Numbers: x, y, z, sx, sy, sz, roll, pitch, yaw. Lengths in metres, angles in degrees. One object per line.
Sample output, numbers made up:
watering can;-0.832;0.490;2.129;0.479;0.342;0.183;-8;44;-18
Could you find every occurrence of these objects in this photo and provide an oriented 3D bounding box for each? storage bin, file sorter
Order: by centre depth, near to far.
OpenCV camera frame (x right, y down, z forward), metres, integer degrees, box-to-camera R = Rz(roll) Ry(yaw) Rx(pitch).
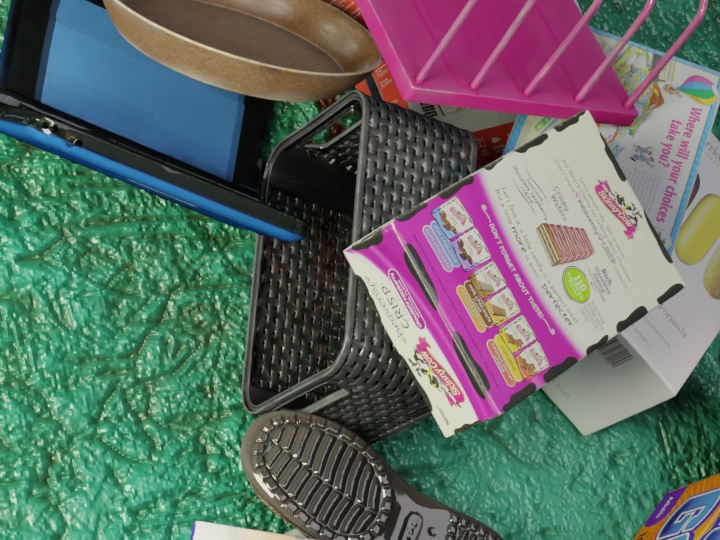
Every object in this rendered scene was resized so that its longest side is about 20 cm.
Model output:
storage bin;0.000;0.000;1.475;0.093;0.135;0.201;17;63;-28
file sorter;0.113;-0.198;1.515;0.199;0.126;0.139;3;48;-35

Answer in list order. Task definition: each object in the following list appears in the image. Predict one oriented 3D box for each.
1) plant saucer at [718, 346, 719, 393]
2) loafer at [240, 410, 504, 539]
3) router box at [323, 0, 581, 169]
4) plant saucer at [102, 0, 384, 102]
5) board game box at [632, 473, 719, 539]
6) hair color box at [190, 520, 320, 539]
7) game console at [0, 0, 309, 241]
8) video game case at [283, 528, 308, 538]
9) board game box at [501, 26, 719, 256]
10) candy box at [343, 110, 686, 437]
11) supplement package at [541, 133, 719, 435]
plant saucer;0.328;0.110;1.587;0.051;0.200;0.201;-44;99;-15
loafer;0.002;0.165;1.457;0.200;0.071;0.073;35;66;-10
router box;0.082;-0.161;1.651;0.199;0.049;0.180;-17;82;-37
plant saucer;-0.084;-0.159;1.485;0.199;0.035;0.200;17;21;-7
board game box;0.286;0.266;1.527;0.200;0.200;0.200;50;52;-8
hair color box;-0.013;0.226;1.361;0.199;0.065;0.110;10;51;-4
game console;-0.129;-0.111;1.450;0.199;0.171;0.119;21;88;-26
video game case;-0.022;0.296;1.417;0.200;0.023;0.182;45;53;-11
board game box;0.172;-0.084;1.578;0.134;0.034;0.200;20;51;5
candy box;0.100;-0.001;1.418;0.200;0.061;0.137;-29;91;-39
supplement package;0.206;0.003;1.631;0.114;0.109;0.200;47;53;-9
